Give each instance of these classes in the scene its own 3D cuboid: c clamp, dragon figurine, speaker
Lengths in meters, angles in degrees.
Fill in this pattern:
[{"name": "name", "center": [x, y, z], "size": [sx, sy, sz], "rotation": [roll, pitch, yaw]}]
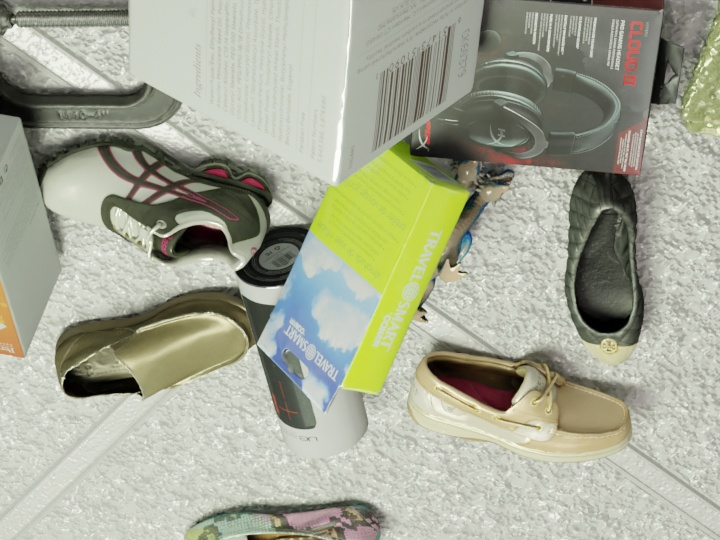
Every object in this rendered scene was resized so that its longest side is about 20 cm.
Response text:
[{"name": "c clamp", "center": [-0.217, -0.179, 1.501], "size": [0.198, 0.027, 0.172], "rotation": [-4, 133, 9]}, {"name": "dragon figurine", "center": [0.055, -0.015, 1.556], "size": [0.059, 0.100, 0.200], "rotation": [34, 130, -4]}, {"name": "speaker", "center": [-0.048, 0.065, 1.639], "size": [0.080, 0.082, 0.201], "rotation": [-4, 129, 11]}]

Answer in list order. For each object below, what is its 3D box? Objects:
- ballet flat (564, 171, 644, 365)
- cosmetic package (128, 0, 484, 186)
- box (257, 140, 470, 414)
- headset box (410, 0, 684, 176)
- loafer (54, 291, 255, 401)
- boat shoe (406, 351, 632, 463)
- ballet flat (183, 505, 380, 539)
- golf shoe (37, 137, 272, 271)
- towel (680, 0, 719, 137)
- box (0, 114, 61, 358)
[{"name": "ballet flat", "center": [0.197, 0.004, 1.570], "size": [0.066, 0.057, 0.201], "rotation": [-2, 129, 10]}, {"name": "cosmetic package", "center": [-0.037, -0.197, 1.319], "size": [0.199, 0.165, 0.166], "rotation": [29, 135, 26]}, {"name": "box", "center": [0.000, 0.000, 1.495], "size": [0.047, 0.122, 0.201], "rotation": [13, 108, -38]}, {"name": "headset box", "center": [0.140, -0.157, 1.434], "size": [0.198, 0.078, 0.150], "rotation": [6, 130, 4]}, {"name": "loafer", "center": [-0.178, 0.076, 1.672], "size": [0.198, 0.068, 0.076], "rotation": [-15, 126, 19]}, {"name": "boat shoe", "center": [0.140, 0.113, 1.656], "size": [0.198, 0.074, 0.070], "rotation": [8, 136, 2]}, {"name": "ballet flat", "center": [-0.079, 0.266, 1.812], "size": [0.198, 0.071, 0.069], "rotation": [-7, 129, 13]}, {"name": "golf shoe", "center": [-0.172, -0.051, 1.556], "size": [0.198, 0.088, 0.078], "rotation": [7, 132, 4]}, {"name": "towel", "center": [0.329, -0.171, 1.424], "size": [0.147, 0.037, 0.201], "rotation": [12, 130, -2]}, {"name": "box", "center": [-0.329, -0.033, 1.547], "size": [0.123, 0.098, 0.201], "rotation": [10, 145, 10]}]
